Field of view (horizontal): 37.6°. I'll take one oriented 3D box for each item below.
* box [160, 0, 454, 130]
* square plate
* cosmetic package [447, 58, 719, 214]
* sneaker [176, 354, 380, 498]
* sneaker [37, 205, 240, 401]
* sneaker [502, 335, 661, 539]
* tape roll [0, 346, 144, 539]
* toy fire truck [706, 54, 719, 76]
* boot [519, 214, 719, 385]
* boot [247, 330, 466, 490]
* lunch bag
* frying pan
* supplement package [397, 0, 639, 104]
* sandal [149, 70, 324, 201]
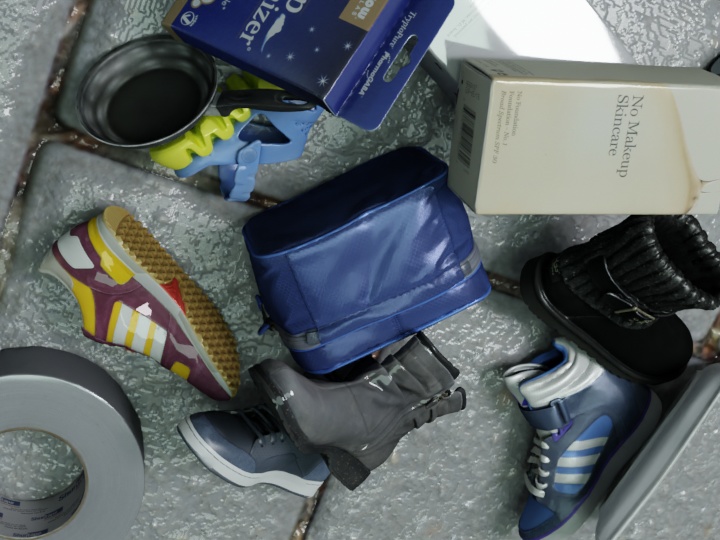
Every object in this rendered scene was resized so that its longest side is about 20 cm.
[{"bbox_3d":[-0.041,-0.193,0.785,0.121,0.200,0.032,-58,154,-7],"label":"box"},{"bbox_3d":[0.281,0.166,0.993,0.028,0.198,0.200,36,99,15],"label":"square plate"},{"bbox_3d":[0.173,-0.099,0.794,0.199,0.073,0.104,-1,113,-13],"label":"cosmetic package"},{"bbox_3d":[-0.057,0.115,0.907,0.146,0.077,0.202,-49,149,7],"label":"sneaker"},{"bbox_3d":[-0.183,0.042,0.899,0.090,0.075,0.200,-30,111,14],"label":"sneaker"},{"bbox_3d":[0.175,0.155,1.011,0.146,0.081,0.200,35,101,-12],"label":"sneaker"},{"bbox_3d":[-0.287,0.170,0.913,0.199,0.066,0.201,-4,108,-12],"label":"tape roll"},{"bbox_3d":[0.425,-0.160,0.892,0.176,0.200,0.129,-42,111,3],"label":"toy fire truck"},{"bbox_3d":[0.260,0.027,0.916,0.211,0.158,0.080,26,57,-29],"label":"boot"},{"bbox_3d":[0.003,0.088,0.824,0.131,0.070,0.200,-37,149,1],"label":"boot"},{"bbox_3d":[0.000,0.000,0.884,0.199,0.136,0.133,-25,111,-2],"label":"lunch bag"},{"bbox_3d":[-0.128,-0.144,0.824,0.189,0.115,0.031,-10,146,4],"label":"frying pan"},{"bbox_3d":[0.122,-0.180,0.861,0.120,0.121,0.200,-44,111,4],"label":"supplement package"},{"bbox_3d":[-0.071,-0.127,0.866,0.200,0.080,0.087,-33,123,5],"label":"sandal"}]
